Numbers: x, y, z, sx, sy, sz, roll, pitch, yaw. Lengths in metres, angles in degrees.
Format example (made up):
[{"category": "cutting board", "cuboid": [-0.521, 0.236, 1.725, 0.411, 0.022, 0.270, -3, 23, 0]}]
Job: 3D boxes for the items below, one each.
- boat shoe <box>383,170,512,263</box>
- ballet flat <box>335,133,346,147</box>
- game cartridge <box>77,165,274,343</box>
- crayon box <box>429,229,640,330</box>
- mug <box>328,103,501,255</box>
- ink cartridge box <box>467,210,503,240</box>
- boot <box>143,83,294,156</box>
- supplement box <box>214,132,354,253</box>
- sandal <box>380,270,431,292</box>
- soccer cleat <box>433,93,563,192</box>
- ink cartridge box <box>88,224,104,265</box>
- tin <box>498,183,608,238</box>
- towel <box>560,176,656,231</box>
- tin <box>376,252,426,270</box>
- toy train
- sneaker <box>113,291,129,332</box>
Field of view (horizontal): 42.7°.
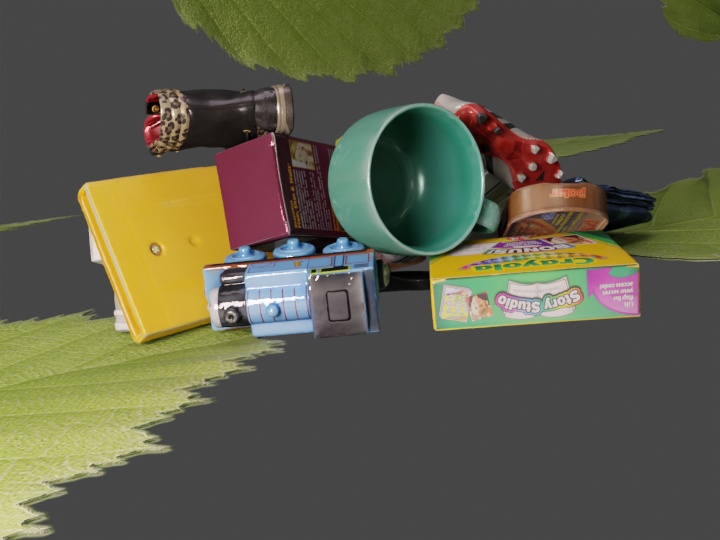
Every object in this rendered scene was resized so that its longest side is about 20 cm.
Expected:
[{"category": "boat shoe", "cuboid": [0.114, -0.063, 1.106, 0.199, 0.063, 0.072, -37, 22, -14]}, {"category": "ballet flat", "cuboid": [-0.027, -0.130, 1.233, 0.066, 0.068, 0.200, -23, -13, -19]}, {"category": "game cartridge", "cuboid": [-0.189, -0.026, 1.011, 0.198, 0.179, 0.032, -13, -16, -44]}, {"category": "crayon box", "cuboid": [0.170, 0.006, 0.947, 0.196, 0.060, 0.173, -5, 11, 4]}, {"category": "mug", "cuboid": [0.048, -0.082, 0.984, 0.152, 0.187, 0.114, -43, 23, -24]}, {"category": "ink cartridge box", "cuboid": [0.126, -0.097, 1.250, 0.081, 0.150, 0.200, -6, 12, -15]}, {"category": "boot", "cuboid": [-0.167, -0.160, 1.032, 0.148, 0.075, 0.199, -6, 0, -23]}, {"category": "supplement box", "cuboid": [-0.067, -0.083, 1.059, 0.084, 0.113, 0.199, -13, -7, 30]}, {"category": "sandal", "cuboid": [0.000, 0.000, 1.092, 0.196, 0.046, 0.075, -2, 12, 15]}, {"category": "soccer cleat", "cuboid": [0.161, -0.143, 1.063, 0.198, 0.069, 0.085, 25, 17, -38]}, {"category": "ink cartridge box", "cuboid": [-0.239, -0.048, 1.177, 0.142, 0.086, 0.200, -8, -8, 9]}, {"category": "tin", "cuboid": [0.219, -0.056, 1.061, 0.110, 0.043, 0.200, 4, -13, 2]}, {"category": "towel", "cuboid": [0.301, -0.083, 1.227, 0.198, 0.050, 0.111, 0, -11, -45]}, {"category": "tin", "cuboid": [-0.001, -0.021, 1.222, 0.197, 0.043, 0.111, -13, 18, -34]}, {"category": "toy train", "cuboid": [-0.067, 0.020, 0.937, 0.196, 0.088, 0.114, -5, 17, 3]}, {"category": "sneaker", "cuboid": [-0.207, 0.008, 1.055, 0.073, 0.084, 0.200, -1, 12, 22]}]
